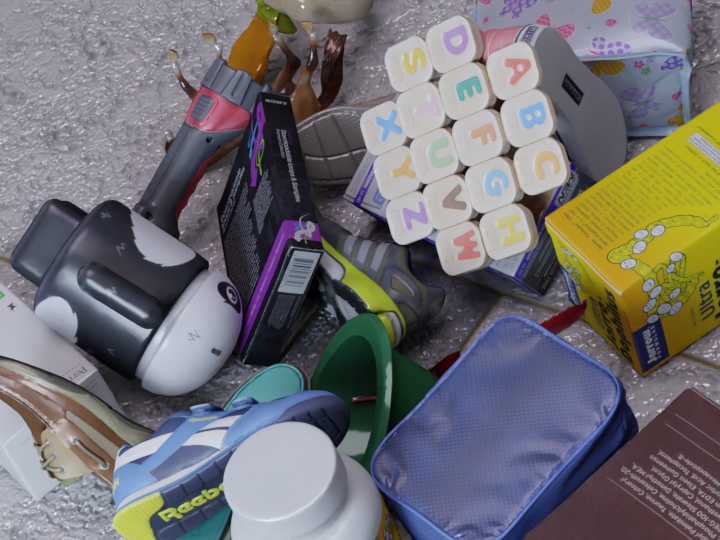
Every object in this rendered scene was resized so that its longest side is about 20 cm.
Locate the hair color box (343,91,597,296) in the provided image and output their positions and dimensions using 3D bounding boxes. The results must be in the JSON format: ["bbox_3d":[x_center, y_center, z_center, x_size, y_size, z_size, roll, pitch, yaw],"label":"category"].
[{"bbox_3d":[0.093,-0.068,1.659,0.199,0.065,0.110,26,88,35],"label":"hair color box"}]

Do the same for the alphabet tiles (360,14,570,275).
[{"bbox_3d":[0.080,-0.101,1.585,0.195,0.201,0.015,-19,-5,41],"label":"alphabet tiles"}]

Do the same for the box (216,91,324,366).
[{"bbox_3d":[-0.081,-0.037,1.675,0.036,0.143,0.201,6,43,-21],"label":"box"}]

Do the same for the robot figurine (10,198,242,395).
[{"bbox_3d":[-0.195,0.018,1.639,0.200,0.125,0.150,34,40,3],"label":"robot figurine"}]

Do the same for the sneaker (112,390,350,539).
[{"bbox_3d":[-0.105,0.133,1.480,0.199,0.074,0.082,-24,45,4],"label":"sneaker"}]

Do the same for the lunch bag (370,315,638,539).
[{"bbox_3d":[0.120,0.142,1.435,0.200,0.133,0.136,-45,53,-13],"label":"lunch bag"}]

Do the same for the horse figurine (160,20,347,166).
[{"bbox_3d":[-0.098,-0.166,1.820,0.199,0.133,0.050,-14,27,-10],"label":"horse figurine"}]

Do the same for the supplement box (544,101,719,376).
[{"bbox_3d":[0.266,-0.031,1.550,0.200,0.109,0.110,-34,46,-9],"label":"supplement box"}]

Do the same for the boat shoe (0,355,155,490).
[{"bbox_3d":[-0.225,0.138,1.555,0.074,0.199,0.076,-61,12,-10],"label":"boat shoe"}]

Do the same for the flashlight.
[{"bbox_3d":[-0.153,-0.093,1.756,0.201,0.067,0.068,-61,8,2],"label":"flashlight"}]

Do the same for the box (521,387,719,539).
[{"bbox_3d":[0.223,0.224,1.297,0.200,0.166,0.164,-39,48,-16],"label":"box"}]

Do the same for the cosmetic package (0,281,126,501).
[{"bbox_3d":[-0.304,0.095,1.677,0.108,0.085,0.200,-40,47,-18],"label":"cosmetic package"}]

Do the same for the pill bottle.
[{"bbox_3d":[-0.028,0.200,1.393,0.112,0.200,0.113,-11,46,12],"label":"pill bottle"}]

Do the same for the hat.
[{"bbox_3d":[0.065,0.126,1.531,0.175,0.200,0.166,13,51,-22],"label":"hat"}]

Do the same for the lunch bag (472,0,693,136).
[{"bbox_3d":[0.197,-0.210,1.729,0.199,0.127,0.170,0,51,8],"label":"lunch bag"}]

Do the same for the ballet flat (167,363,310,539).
[{"bbox_3d":[-0.102,0.163,1.548,0.067,0.062,0.200,25,63,15],"label":"ballet flat"}]

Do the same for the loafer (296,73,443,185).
[{"bbox_3d":[0.018,-0.128,1.776,0.199,0.072,0.063,-20,4,2],"label":"loafer"}]

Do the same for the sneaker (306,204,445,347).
[{"bbox_3d":[0.000,0.000,1.665,0.081,0.074,0.200,-21,44,-22],"label":"sneaker"}]

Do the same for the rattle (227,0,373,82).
[{"bbox_3d":[-0.032,-0.251,1.923,0.130,0.144,0.200,14,23,31],"label":"rattle"}]

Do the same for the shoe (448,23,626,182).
[{"bbox_3d":[0.151,-0.143,1.638,0.091,0.200,0.072,9,66,37],"label":"shoe"}]
